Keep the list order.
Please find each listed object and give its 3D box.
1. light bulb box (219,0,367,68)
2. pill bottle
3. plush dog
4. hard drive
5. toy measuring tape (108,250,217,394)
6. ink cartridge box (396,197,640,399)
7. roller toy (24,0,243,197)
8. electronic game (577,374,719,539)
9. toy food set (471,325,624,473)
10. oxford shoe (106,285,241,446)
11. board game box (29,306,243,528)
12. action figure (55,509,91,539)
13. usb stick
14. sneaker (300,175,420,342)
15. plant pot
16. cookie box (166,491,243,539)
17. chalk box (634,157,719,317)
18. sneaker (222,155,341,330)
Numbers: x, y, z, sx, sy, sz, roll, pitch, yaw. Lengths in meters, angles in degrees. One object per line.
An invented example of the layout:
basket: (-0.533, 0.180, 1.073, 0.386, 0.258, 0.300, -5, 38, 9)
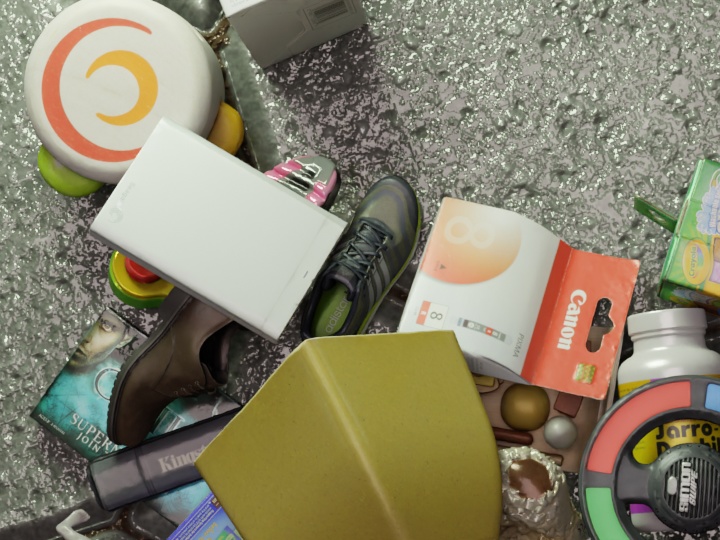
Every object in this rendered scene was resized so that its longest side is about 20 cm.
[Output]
light bulb box: (-0.094, -0.329, 1.696, 0.124, 0.198, 0.201, -22, 81, 2)
pill bottle: (0.294, 0.139, 1.626, 0.104, 0.104, 0.201, -6, 82, 7)
plush dog: (0.117, 0.259, 1.633, 0.171, 0.160, 0.201, 6, 86, 28)
hard drive: (-0.130, -0.038, 1.620, 0.200, 0.026, 0.132, 30, 72, 1)
toy measuring tape: (-0.201, 0.036, 1.721, 0.073, 0.074, 0.201, -23, 75, 4)
ink cartridge box: (0.150, 0.025, 1.655, 0.199, 0.050, 0.163, 11, 60, 15)
roller toy: (-0.226, -0.176, 1.724, 0.199, 0.140, 0.183, -13, 91, 4)
electronic game: (0.292, 0.192, 1.545, 0.199, 0.042, 0.201, -1, 82, 6)
toy food set: (0.142, 0.110, 1.674, 0.199, 0.060, 0.144, 9, 84, 9)
oxford shoe: (-0.173, 0.098, 1.652, 0.084, 0.073, 0.200, 41, 112, 19)
board game box: (-0.210, 0.147, 1.734, 0.200, 0.028, 0.135, 35, 88, 10)
action figure: (-0.255, 0.349, 1.635, 0.193, 0.104, 0.201, 44, 117, 52)
usb stick: (-0.167, 0.178, 1.693, 0.199, 0.033, 0.056, -20, 80, 4)
sneaker: (0.000, 0.000, 1.698, 0.074, 0.081, 0.201, 23, 86, 10)
plant pot: (0.011, 0.191, 1.543, 0.196, 0.194, 0.200, -49, 59, 34)
cookie box: (-0.087, 0.304, 1.649, 0.200, 0.075, 0.171, 47, 109, 12)
chalk box: (0.347, -0.022, 1.632, 0.199, 0.124, 0.124, 17, 85, 11)
sneaker: (-0.079, -0.022, 1.707, 0.079, 0.095, 0.200, 43, 99, 35)
